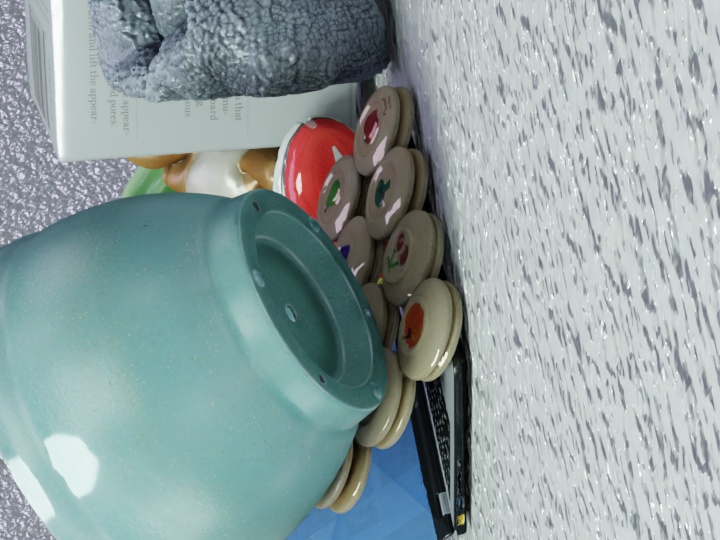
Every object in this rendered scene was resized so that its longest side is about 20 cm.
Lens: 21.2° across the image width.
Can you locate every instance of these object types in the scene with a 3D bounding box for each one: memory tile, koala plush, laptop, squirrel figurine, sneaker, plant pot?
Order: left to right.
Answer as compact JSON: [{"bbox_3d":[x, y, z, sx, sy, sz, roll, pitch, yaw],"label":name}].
[{"bbox_3d":[-0.071,0.043,0.925,0.200,0.134,0.201,47,-155,-31],"label":"plant pot"},{"bbox_3d":[-0.066,-0.205,1.102,0.184,0.176,0.202,-151,54,-71],"label":"koala plush"},{"bbox_3d":[-0.065,-0.017,1.358,0.200,0.140,0.189,-36,-52,-57],"label":"squirrel figurine"},{"bbox_3d":[-0.013,0.059,1.038,0.188,0.115,0.201,-102,6,-45],"label":"laptop"},{"bbox_3d":[-0.001,0.012,1.007,0.154,0.017,0.201,-58,29,36],"label":"memory tile"},{"bbox_3d":[0.000,0.000,1.214,0.085,0.076,0.202,9,112,66],"label":"sneaker"}]

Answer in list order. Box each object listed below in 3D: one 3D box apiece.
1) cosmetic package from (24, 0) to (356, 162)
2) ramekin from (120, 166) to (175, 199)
[{"bbox_3d":[-0.116,-0.177,1.273,0.165,0.198,0.167,-130,37,-64],"label":"cosmetic package"},{"bbox_3d":[-0.095,-0.015,1.565,0.098,0.198,0.202,72,-171,-70],"label":"ramekin"}]
